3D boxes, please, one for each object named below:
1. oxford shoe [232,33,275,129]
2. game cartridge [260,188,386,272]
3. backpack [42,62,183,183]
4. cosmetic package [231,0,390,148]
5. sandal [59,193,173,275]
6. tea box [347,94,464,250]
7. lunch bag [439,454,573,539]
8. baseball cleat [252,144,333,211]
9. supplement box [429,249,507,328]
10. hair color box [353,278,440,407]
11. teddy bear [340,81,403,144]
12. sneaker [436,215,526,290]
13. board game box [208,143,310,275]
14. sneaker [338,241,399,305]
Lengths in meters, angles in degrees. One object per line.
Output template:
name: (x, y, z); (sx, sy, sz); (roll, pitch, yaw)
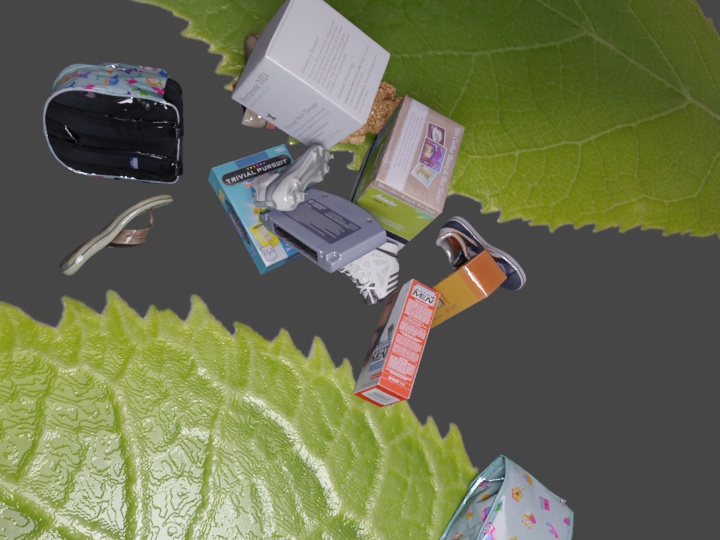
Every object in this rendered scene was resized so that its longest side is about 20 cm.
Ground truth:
oxford shoe: (-0.209, -0.367, 1.086); (0.074, 0.070, 0.201); (-5, 73, -23)
game cartridge: (-0.058, -0.073, 0.942); (0.133, 0.042, 0.200); (-26, 42, -33)
backpack: (-0.386, -0.236, 0.900); (0.199, 0.178, 0.151); (-1, 49, -19)
cosmetic package: (-0.089, -0.349, 1.014); (0.200, 0.167, 0.167); (29, 68, -25)
sandal: (-0.377, -0.053, 0.897); (0.201, 0.080, 0.057); (-46, 109, -24)
tea box: (0.075, -0.173, 1.060); (0.133, 0.197, 0.201); (25, 62, -13)
lunch bag: (0.251, 0.435, 0.947); (0.170, 0.122, 0.200); (39, 66, -4)
baseball cleat: (-0.124, -0.169, 0.991); (0.106, 0.070, 0.200); (3, 32, 19)
supplement box: (0.169, 0.038, 1.017); (0.069, 0.200, 0.067); (-36, 87, -33)
hair color box: (0.063, 0.127, 0.989); (0.064, 0.111, 0.201); (28, 61, -11)
teddy bear: (0.021, -0.333, 1.172); (0.199, 0.067, 0.145); (-18, 74, -28)
sneaker: (0.235, -0.017, 1.139); (0.200, 0.079, 0.079); (40, 55, 8)
board game box: (-0.158, -0.114, 1.022); (0.151, 0.047, 0.201); (-27, 83, -29)
sneaker: (0.000, 0.000, 1.011); (0.200, 0.076, 0.116); (8, 69, -42)
